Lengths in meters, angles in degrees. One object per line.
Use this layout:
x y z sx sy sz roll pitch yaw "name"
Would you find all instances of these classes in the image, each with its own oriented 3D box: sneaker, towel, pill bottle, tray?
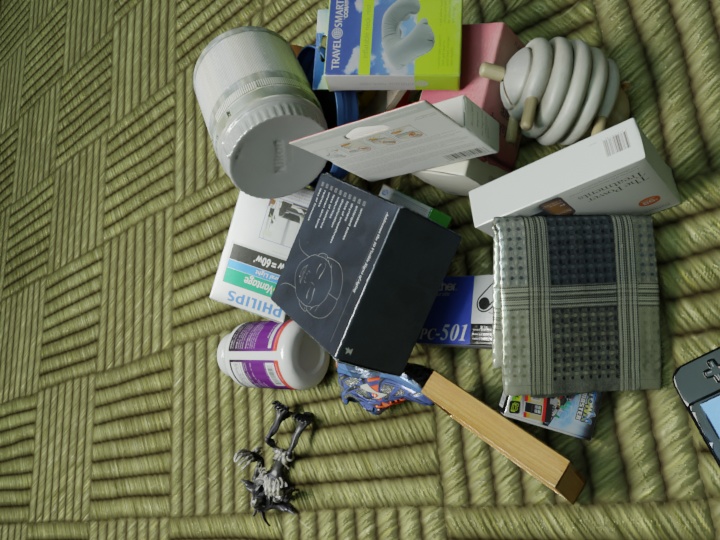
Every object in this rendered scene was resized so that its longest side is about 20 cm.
0.040 0.174 0.903 0.198 0.074 0.081 2 90 49 "sneaker"
0.242 0.040 0.694 0.187 0.035 0.206 -1 88 -3 "towel"
-0.153 0.142 1.042 0.197 0.111 0.116 -6 76 40 "pill bottle"
0.172 0.200 0.751 0.198 0.099 0.037 31 81 41 "tray"

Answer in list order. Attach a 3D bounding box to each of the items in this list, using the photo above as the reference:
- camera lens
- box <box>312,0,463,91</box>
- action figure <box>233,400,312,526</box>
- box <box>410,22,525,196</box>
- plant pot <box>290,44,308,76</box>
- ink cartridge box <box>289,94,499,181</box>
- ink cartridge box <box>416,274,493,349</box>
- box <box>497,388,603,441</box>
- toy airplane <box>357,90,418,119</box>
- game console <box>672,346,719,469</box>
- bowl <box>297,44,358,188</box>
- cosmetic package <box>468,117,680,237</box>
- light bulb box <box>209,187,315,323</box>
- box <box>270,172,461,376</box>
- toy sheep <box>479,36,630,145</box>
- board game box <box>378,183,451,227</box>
-0.139 -0.223 0.859 0.160 0.158 0.203 -43 54 25 "camera lens"
0.033 -0.297 0.794 0.194 0.048 0.125 2 79 8 "box"
-0.149 0.322 1.006 0.117 0.101 0.205 19 91 30 "action figure"
0.154 -0.214 0.847 0.107 0.127 0.205 14 90 40 "box"
-0.121 -0.295 1.080 0.199 0.198 0.142 -36 41 29 "plant pot"
0.041 -0.164 0.734 0.197 0.172 0.045 -7 76 37 "ink cartridge box"
0.168 0.057 0.827 0.197 0.044 0.097 -4 76 41 "ink cartridge box"
0.241 0.083 0.722 0.107 0.035 0.205 15 90 0 "box"
0.020 -0.246 0.916 0.203 0.139 0.199 -59 18 7 "toy airplane"
0.397 0.144 0.558 0.171 0.117 0.204 -36 58 29 "game console"
-0.057 -0.226 0.915 0.200 0.039 0.206 30 124 59 "bowl"
0.249 -0.085 0.719 0.197 0.149 0.053 -22 66 35 "cosmetic package"
-0.135 -0.037 0.995 0.122 0.198 0.205 17 91 3 "light bulb box"
0.000 0.000 0.828 0.196 0.122 0.204 33 100 53 "box"
0.239 -0.216 0.752 0.138 0.195 0.141 -165 90 -80 "toy sheep"
0.041 -0.015 0.929 0.153 0.040 0.204 39 107 57 "board game box"
